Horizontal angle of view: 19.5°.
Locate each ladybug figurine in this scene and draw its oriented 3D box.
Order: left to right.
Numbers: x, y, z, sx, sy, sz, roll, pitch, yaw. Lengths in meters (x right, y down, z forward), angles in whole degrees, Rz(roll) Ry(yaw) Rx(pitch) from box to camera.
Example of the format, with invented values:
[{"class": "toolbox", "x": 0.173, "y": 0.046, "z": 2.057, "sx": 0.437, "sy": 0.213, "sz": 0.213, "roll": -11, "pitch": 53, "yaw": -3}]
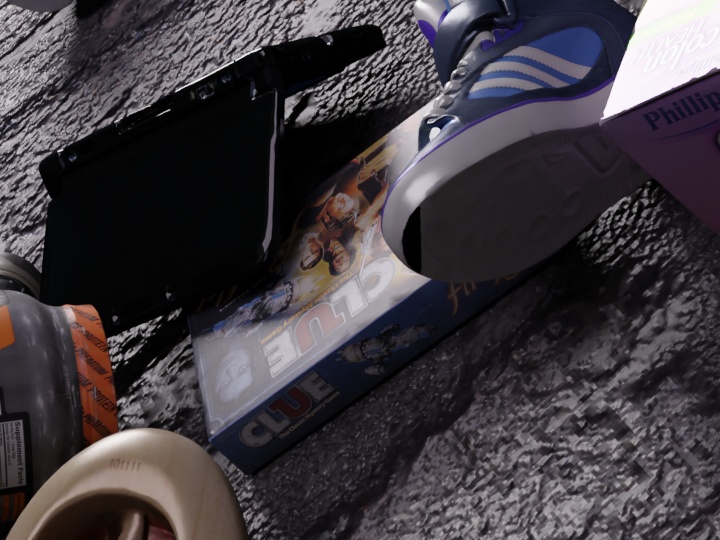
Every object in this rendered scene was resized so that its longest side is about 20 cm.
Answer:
[{"class": "ladybug figurine", "x": -0.110, "y": 0.173, "z": 0.954, "sx": 0.135, "sy": 0.072, "sz": 0.202, "roll": 5, "pitch": 65, "yaw": 25}]

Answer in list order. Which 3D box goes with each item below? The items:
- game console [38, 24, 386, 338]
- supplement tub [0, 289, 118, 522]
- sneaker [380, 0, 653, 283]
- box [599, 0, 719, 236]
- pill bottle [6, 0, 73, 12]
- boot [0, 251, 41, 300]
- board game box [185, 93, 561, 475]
[{"class": "game console", "x": -0.085, "y": -0.046, "z": 1.201, "sx": 0.199, "sy": 0.117, "sz": 0.175, "roll": -21, "pitch": 0, "yaw": 38}, {"class": "supplement tub", "x": -0.233, "y": 0.077, "z": 1.100, "sx": 0.198, "sy": 0.124, "sz": 0.123, "roll": -6, "pitch": 29, "yaw": -18}, {"class": "sneaker", "x": 0.054, "y": -0.078, "z": 0.995, "sx": 0.199, "sy": 0.081, "sz": 0.146, "roll": -27, "pitch": 45, "yaw": -29}, {"class": "box", "x": 0.220, "y": -0.134, "z": 0.904, "sx": 0.175, "sy": 0.096, "sz": 0.201, "roll": -22, "pitch": 37, "yaw": 50}, {"class": "pill bottle", "x": -0.219, "y": -0.293, "z": 1.574, "sx": 0.110, "sy": 0.111, "sz": 0.201, "roll": -17, "pitch": 42, "yaw": 36}, {"class": "boot", "x": -0.285, "y": 0.082, "z": 1.261, "sx": 0.202, "sy": 0.074, "sz": 0.154, "roll": -25, "pitch": 33, "yaw": 23}, {"class": "board game box", "x": 0.000, "y": 0.000, "z": 1.081, "sx": 0.199, "sy": 0.035, "sz": 0.136, "roll": -36, "pitch": 34, "yaw": 13}]
